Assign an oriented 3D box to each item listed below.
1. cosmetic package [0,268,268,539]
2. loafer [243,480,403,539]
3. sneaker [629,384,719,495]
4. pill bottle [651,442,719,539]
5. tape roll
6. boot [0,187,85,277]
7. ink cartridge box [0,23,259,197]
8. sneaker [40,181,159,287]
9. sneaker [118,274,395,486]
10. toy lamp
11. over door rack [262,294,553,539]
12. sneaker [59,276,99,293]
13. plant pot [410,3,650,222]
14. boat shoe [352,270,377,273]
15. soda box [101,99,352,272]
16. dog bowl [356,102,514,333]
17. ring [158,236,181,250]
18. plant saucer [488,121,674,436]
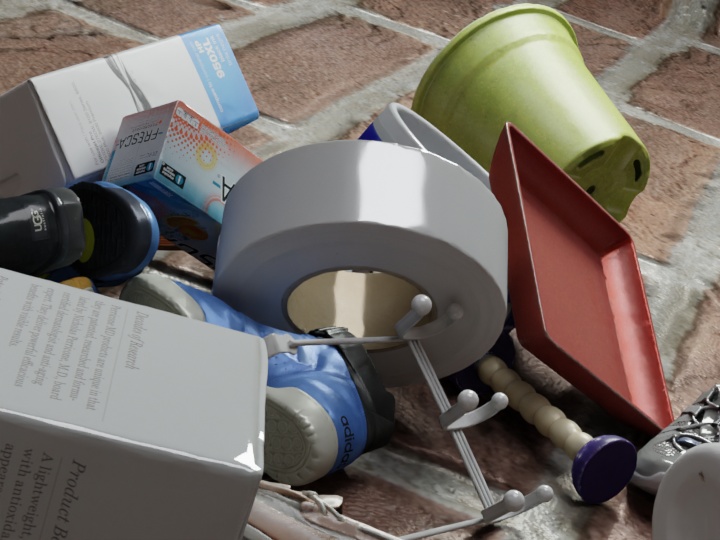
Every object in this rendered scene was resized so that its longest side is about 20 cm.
[{"bbox_3d":[-0.161,0.108,0.893,0.199,0.165,0.165,16,19,-8],"label":"cosmetic package"},{"bbox_3d":[-0.010,0.156,1.014,0.200,0.072,0.063,29,65,13],"label":"loafer"},{"bbox_3d":[0.250,0.117,1.343,0.075,0.082,0.200,24,21,19],"label":"sneaker"},{"bbox_3d":[0.297,0.170,1.202,0.199,0.110,0.110,6,22,-29],"label":"pill bottle"},{"bbox_3d":[0.000,0.000,1.267,0.202,0.203,0.071,13,55,-13],"label":"tape roll"},{"bbox_3d":[-0.291,-0.006,1.128,0.200,0.066,0.165,-10,-12,-36],"label":"boot"},{"bbox_3d":[-0.200,-0.106,1.402,0.144,0.084,0.200,-22,3,43],"label":"ink cartridge box"},{"bbox_3d":[-0.171,-0.022,1.280,0.078,0.066,0.200,3,-6,-30],"label":"sneaker"},{"bbox_3d":[-0.064,0.062,1.225,0.200,0.077,0.111,33,29,31],"label":"sneaker"},{"bbox_3d":[0.119,0.092,1.339,0.058,0.058,0.200,2,26,-37],"label":"toy lamp"},{"bbox_3d":[0.032,0.095,1.141,0.200,0.067,0.148,-7,67,-51],"label":"over door rack"},{"bbox_3d":[-0.194,0.057,1.165,0.088,0.075,0.200,62,5,-1],"label":"sneaker"},{"bbox_3d":[0.179,-0.127,1.815,0.200,0.201,0.184,1,37,-40],"label":"plant pot"},{"bbox_3d":[-0.022,-0.006,1.466,0.059,0.072,0.200,-8,32,-11],"label":"boat shoe"},{"bbox_3d":[-0.091,-0.040,1.346,0.063,0.069,0.200,-12,-37,43],"label":"soda box"},{"bbox_3d":[0.072,-0.041,1.506,0.200,0.079,0.200,42,11,-10],"label":"dog bowl"},{"bbox_3d":[-0.132,-0.059,1.487,0.200,0.019,0.201,-3,22,1],"label":"ring"},{"bbox_3d":[0.162,0.015,1.406,0.200,0.037,0.200,37,35,-44],"label":"plant saucer"}]
